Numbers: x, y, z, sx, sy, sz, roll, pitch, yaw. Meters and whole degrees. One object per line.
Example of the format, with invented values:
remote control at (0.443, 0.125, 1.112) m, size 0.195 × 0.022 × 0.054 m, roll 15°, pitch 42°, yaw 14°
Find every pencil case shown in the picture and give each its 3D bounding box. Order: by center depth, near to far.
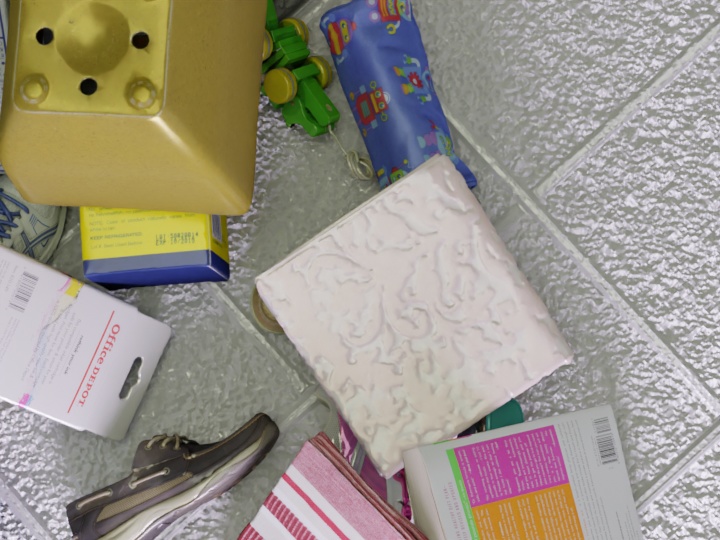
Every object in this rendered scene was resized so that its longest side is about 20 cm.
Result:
pencil case at (0.034, -0.140, 1.716) m, size 0.078 × 0.087 × 0.201 m, roll -27°, pitch 79°, yaw 40°

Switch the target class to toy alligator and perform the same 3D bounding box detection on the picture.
toy alligator at (-0.056, -0.151, 1.740) m, size 0.054 × 0.059 × 0.201 m, roll -36°, pitch 81°, yaw 43°

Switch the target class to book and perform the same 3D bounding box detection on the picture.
book at (0.135, 0.188, 1.627) m, size 0.199 × 0.048 × 0.134 m, roll -8°, pitch 83°, yaw -34°

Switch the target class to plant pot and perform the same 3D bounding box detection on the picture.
plant pot at (-0.185, -0.159, 1.565) m, size 0.193 × 0.200 × 0.197 m, roll 3°, pitch 83°, yaw 5°

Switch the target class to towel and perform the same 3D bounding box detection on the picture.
towel at (-0.025, 0.234, 1.636) m, size 0.144 × 0.200 × 0.023 m, roll 45°, pitch 45°, yaw 12°
towel at (0.043, 0.038, 1.639) m, size 0.191 × 0.032 × 0.200 m, roll -33°, pitch 90°, yaw -5°

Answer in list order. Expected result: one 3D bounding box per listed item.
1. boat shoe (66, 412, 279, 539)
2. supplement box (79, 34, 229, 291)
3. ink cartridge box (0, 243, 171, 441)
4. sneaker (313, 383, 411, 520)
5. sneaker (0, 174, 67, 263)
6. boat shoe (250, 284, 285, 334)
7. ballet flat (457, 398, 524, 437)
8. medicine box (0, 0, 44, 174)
boat shoe at (-0.162, 0.171, 1.697) m, size 0.200 × 0.075 × 0.073 m, roll -34°, pitch 82°, yaw -1°
supplement box at (-0.176, -0.091, 1.711) m, size 0.108 × 0.110 × 0.201 m, roll -4°, pitch 83°, yaw 4°
ink cartridge box at (-0.268, 0.056, 1.692) m, size 0.200 × 0.067 × 0.117 m, roll 28°, pitch 85°, yaw -37°
sneaker at (-0.003, 0.174, 1.684) m, size 0.088 × 0.081 × 0.201 m, roll 0°, pitch 75°, yaw 6°
sneaker at (-0.313, -0.014, 1.725) m, size 0.075 × 0.088 × 0.201 m, roll 23°, pitch 84°, yaw 9°
boat shoe at (0.001, 0.002, 1.707) m, size 0.200 × 0.063 × 0.074 m, roll -13°, pitch 82°, yaw 3°
ballet flat at (0.110, 0.202, 1.676) m, size 0.073 × 0.073 × 0.201 m, roll -5°, pitch 81°, yaw 4°
medicine box at (-0.364, -0.187, 1.694) m, size 0.181 × 0.103 × 0.201 m, roll 1°, pitch 124°, yaw 5°
